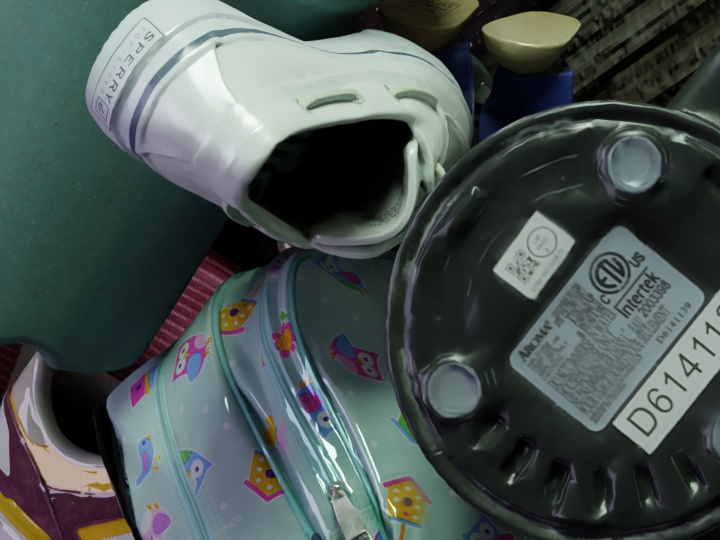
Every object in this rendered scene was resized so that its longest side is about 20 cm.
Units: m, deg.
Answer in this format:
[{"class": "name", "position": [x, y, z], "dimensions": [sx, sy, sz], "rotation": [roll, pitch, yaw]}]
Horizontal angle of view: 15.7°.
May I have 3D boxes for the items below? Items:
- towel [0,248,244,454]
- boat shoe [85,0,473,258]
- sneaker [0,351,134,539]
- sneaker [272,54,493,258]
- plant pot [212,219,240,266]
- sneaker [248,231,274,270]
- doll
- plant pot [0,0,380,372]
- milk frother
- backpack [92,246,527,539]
[{"class": "towel", "position": [-0.127, 0.018, 1.054], "dimensions": [0.199, 0.023, 0.145], "rotation": [32, 125, 10]}, {"class": "boat shoe", "position": [-0.009, -0.031, 0.797], "dimensions": [0.067, 0.200, 0.074], "rotation": [43, 108, 23]}, {"class": "sneaker", "position": [-0.058, 0.104, 1.002], "dimensions": [0.199, 0.075, 0.090], "rotation": [30, 127, 11]}, {"class": "sneaker", "position": [0.000, 0.000, 1.038], "dimensions": [0.098, 0.070, 0.202], "rotation": [35, 121, 56]}, {"class": "plant pot", "position": [-0.118, -0.073, 1.153], "dimensions": [0.179, 0.199, 0.201], "rotation": [-53, 44, 28]}, {"class": "sneaker", "position": [-0.034, 0.042, 1.095], "dimensions": [0.074, 0.080, 0.201], "rotation": [0, 93, 62]}, {"class": "doll", "position": [0.029, 0.002, 0.948], "dimensions": [0.136, 0.048, 0.201], "rotation": [14, 114, 21]}, {"class": "plant pot", "position": [-0.096, -0.086, 0.864], "dimensions": [0.197, 0.199, 0.200], "rotation": [-61, 36, 12]}, {"class": "milk frother", "position": [0.120, 0.026, 0.757], "dimensions": [0.201, 0.180, 0.188], "rotation": [56, -173, 0]}, {"class": "backpack", "position": [0.002, 0.093, 0.878], "dimensions": [0.126, 0.167, 0.201], "rotation": [-39, 62, 20]}]
